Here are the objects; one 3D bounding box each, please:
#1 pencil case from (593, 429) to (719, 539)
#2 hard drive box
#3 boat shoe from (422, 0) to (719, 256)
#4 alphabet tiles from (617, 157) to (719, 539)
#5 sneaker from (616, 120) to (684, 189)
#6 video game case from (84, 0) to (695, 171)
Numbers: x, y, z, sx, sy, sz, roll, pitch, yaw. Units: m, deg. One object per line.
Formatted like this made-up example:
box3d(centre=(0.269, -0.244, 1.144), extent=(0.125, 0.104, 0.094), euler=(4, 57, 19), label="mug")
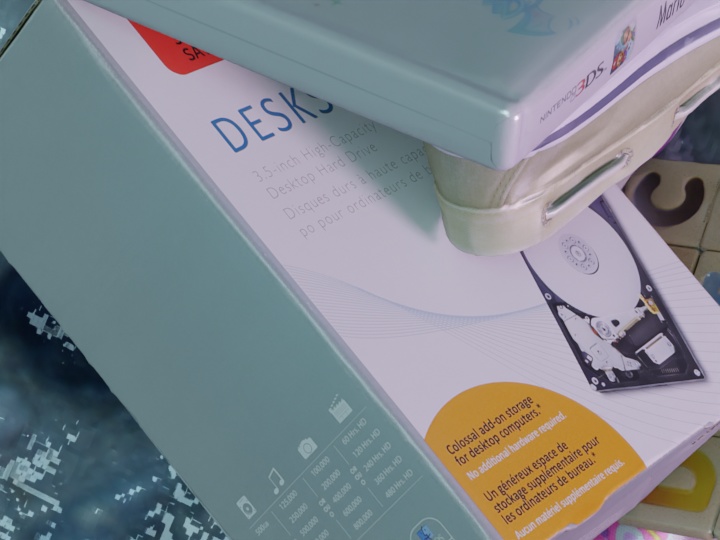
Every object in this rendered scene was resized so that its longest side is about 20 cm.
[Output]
box3d(centre=(0.076, 0.104, 0.909), extent=(0.199, 0.087, 0.088), euler=(-25, 85, 12), label="pencil case")
box3d(centre=(0.000, 0.000, 0.795), extent=(0.200, 0.156, 0.077), euler=(50, 128, 10), label="hard drive box")
box3d(centre=(0.077, -0.072, 0.803), extent=(0.072, 0.200, 0.062), euler=(25, 131, 30), label="boat shoe")
box3d(centre=(0.164, 0.016, 0.867), extent=(0.199, 0.006, 0.167), euler=(7, 62, 28), label="alphabet tiles")
box3d(centre=(0.036, -0.029, 0.909), extent=(0.099, 0.075, 0.201), euler=(29, 93, -10), label="sneaker")
box3d(centre=(0.002, -0.109, 0.769), extent=(0.199, 0.182, 0.024), euler=(24, 130, 23), label="video game case")
